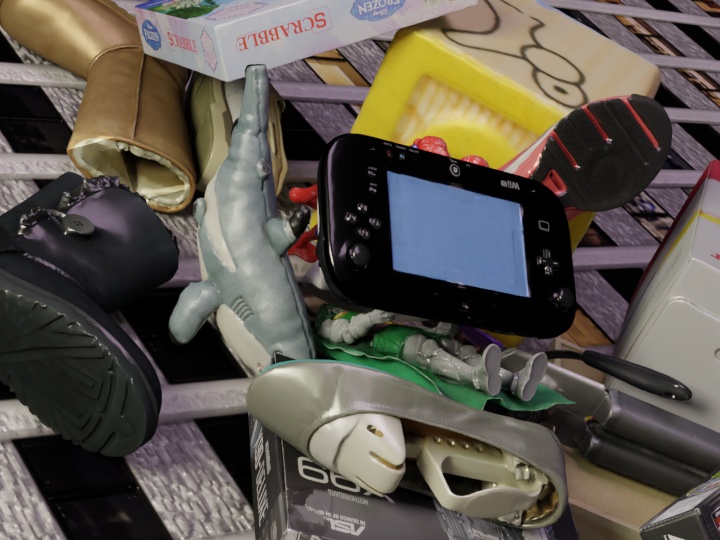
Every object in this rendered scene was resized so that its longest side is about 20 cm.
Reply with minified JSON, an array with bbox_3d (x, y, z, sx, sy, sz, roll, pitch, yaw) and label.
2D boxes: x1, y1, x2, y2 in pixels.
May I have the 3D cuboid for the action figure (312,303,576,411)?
[{"bbox_3d":[0.031,0.051,0.996,0.117,0.055,0.199,14,0,-40],"label":"action figure"}]

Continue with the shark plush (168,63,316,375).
[{"bbox_3d":[-0.057,-0.029,0.999,0.083,0.203,0.090,8,1,41],"label":"shark plush"}]

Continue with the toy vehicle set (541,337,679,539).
[{"bbox_3d":[0.186,0.131,1.084,0.123,0.027,0.201,24,29,-5],"label":"toy vehicle set"}]

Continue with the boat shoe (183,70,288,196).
[{"bbox_3d":[-0.098,-0.123,1.224,0.068,0.075,0.201,18,39,-20],"label":"boat shoe"}]

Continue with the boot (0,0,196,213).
[{"bbox_3d":[-0.202,-0.140,1.167,0.173,0.067,0.201,17,32,-15],"label":"boot"}]

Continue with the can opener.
[{"bbox_3d":[0.170,0.098,1.042,0.198,0.054,0.067,22,28,-10],"label":"can opener"}]

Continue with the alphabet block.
[{"bbox_3d":[0.101,-0.094,1.204,0.194,0.198,0.200,28,29,7],"label":"alphabet block"}]

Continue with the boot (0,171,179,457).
[{"bbox_3d":[-0.159,0.014,0.938,0.199,0.077,0.168,31,32,20],"label":"boot"}]

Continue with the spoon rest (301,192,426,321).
[{"bbox_3d":[0.000,0.000,1.026,0.098,0.200,0.061,10,70,13],"label":"spoon rest"}]

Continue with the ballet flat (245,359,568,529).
[{"bbox_3d":[0.031,0.101,0.863,0.198,0.068,0.064,16,37,-20],"label":"ballet flat"}]

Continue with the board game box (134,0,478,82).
[{"bbox_3d":[-0.046,-0.196,1.134,0.198,0.042,0.199,-21,21,-20],"label":"board game box"}]

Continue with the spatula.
[{"bbox_3d":[0.142,0.062,1.071,0.198,0.021,0.057,11,-24,39],"label":"spatula"}]

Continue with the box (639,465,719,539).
[{"bbox_3d":[0.264,0.196,0.951,0.199,0.044,0.162,-18,81,-52],"label":"box"}]

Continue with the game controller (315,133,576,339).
[{"bbox_3d":[0.055,-0.019,0.939,0.198,0.042,0.106,11,75,-36],"label":"game controller"}]

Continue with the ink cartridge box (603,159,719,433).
[{"bbox_3d":[0.278,0.041,1.125,0.144,0.146,0.200,29,29,5],"label":"ink cartridge box"}]

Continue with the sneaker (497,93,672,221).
[{"bbox_3d":[0.119,-0.060,1.053,0.074,0.199,0.087,58,-5,-15],"label":"sneaker"}]

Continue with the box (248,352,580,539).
[{"bbox_3d":[0.032,0.141,0.919,0.198,0.050,0.158,18,29,-17],"label":"box"}]

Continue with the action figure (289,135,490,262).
[{"bbox_3d":[0.020,-0.051,1.063,0.051,0.199,0.066,22,69,-29],"label":"action figure"}]
